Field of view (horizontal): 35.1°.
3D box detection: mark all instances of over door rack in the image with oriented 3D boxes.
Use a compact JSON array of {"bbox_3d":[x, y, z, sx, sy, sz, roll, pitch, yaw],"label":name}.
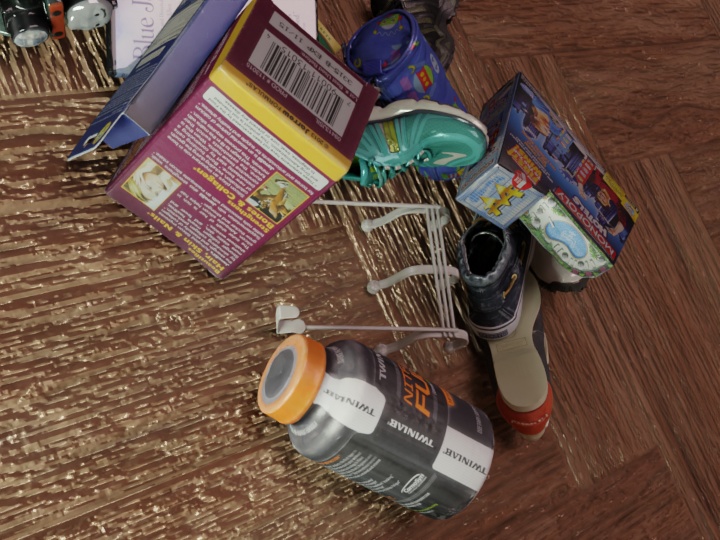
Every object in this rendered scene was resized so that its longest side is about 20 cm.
[{"bbox_3d":[0.000,0.000,1.069,0.197,0.067,0.150,8,59,-25],"label":"over door rack"}]

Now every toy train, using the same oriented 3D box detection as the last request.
[{"bbox_3d":[-0.272,-0.284,0.948,0.112,0.085,0.203,-15,75,-15],"label":"toy train"}]

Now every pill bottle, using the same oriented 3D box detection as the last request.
[{"bbox_3d":[0.010,0.128,0.968,0.198,0.106,0.108,30,49,-26],"label":"pill bottle"}]

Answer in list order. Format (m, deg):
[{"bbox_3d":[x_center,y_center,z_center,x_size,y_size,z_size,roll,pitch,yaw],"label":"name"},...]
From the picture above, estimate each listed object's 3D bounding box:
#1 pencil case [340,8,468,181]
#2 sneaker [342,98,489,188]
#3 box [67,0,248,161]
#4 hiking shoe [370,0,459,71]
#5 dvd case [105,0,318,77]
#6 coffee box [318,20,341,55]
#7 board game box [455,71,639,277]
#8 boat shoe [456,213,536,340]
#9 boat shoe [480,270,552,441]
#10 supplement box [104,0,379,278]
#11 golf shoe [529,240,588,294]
[{"bbox_3d":[0.056,-0.170,1.150,0.200,0.077,0.088,50,54,-47],"label":"pencil case"},{"bbox_3d":[0.025,-0.110,1.088,0.078,0.196,0.081,78,13,-49],"label":"sneaker"},{"bbox_3d":[-0.159,-0.164,0.923,0.032,0.121,0.201,39,74,-20],"label":"box"},{"bbox_3d":[0.051,-0.265,1.269,0.099,0.076,0.202,21,48,-13],"label":"hiking shoe"},{"bbox_3d":[-0.130,-0.240,1.018,0.197,0.017,0.145,-1,88,-25],"label":"dvd case"},{"bbox_3d":[-0.110,-0.210,1.099,0.123,0.044,0.200,49,44,-8],"label":"coffee box"},{"bbox_3d":[0.178,-0.082,1.141,0.201,0.062,0.200,49,34,-2],"label":"board game box"},{"bbox_3d":[0.140,-0.033,1.168,0.202,0.070,0.092,-80,160,-43],"label":"boat shoe"},{"bbox_3d":[0.160,0.078,1.163,0.063,0.070,0.202,68,12,-45],"label":"boat shoe"},{"bbox_3d":[-0.099,-0.104,0.934,0.130,0.199,0.104,37,46,-19],"label":"supplement box"},{"bbox_3d":[0.219,-0.069,1.268,0.076,0.095,0.202,-2,52,4],"label":"golf shoe"}]
